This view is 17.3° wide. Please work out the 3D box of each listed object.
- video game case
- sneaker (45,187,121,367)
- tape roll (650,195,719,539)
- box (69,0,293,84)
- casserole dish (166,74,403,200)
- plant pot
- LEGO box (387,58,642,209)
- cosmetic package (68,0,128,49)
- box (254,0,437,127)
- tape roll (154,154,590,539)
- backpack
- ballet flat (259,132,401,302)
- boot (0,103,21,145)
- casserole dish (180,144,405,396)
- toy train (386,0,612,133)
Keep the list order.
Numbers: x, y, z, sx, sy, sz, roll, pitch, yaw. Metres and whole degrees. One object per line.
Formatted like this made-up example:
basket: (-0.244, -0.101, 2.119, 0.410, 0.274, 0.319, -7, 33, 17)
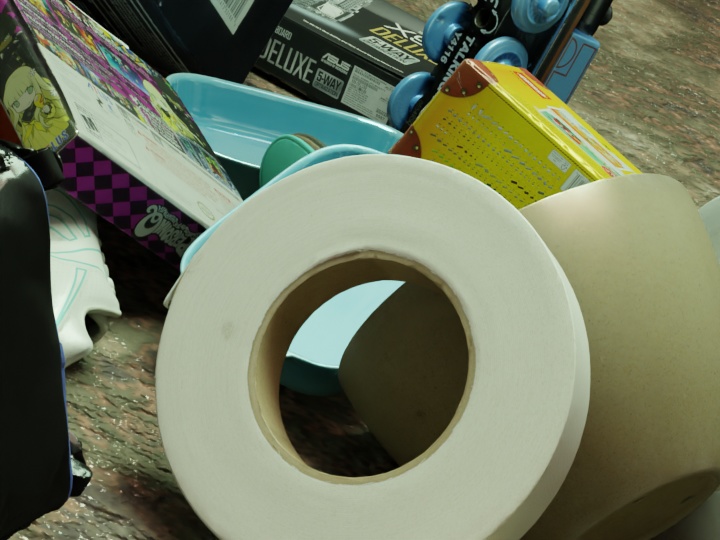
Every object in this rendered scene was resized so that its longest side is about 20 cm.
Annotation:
video game case: (-0.136, -0.081, 1.288, 0.200, 0.036, 0.182, 37, 17, -52)
sneaker: (-0.160, 0.004, 1.203, 0.080, 0.070, 0.200, 40, 19, -8)
tape roll: (0.242, 0.068, 1.233, 0.138, 0.204, 0.203, 10, 24, -27)
box: (-0.160, -0.232, 1.558, 0.198, 0.124, 0.200, 28, -9, 17)
casserole dish: (-0.042, -0.068, 1.484, 0.199, 0.039, 0.121, 13, 26, -19)
plant pot: (0.107, 0.065, 1.163, 0.200, 0.200, 0.135, -3, 57, -47)
LEGO box: (0.130, -0.035, 1.438, 0.200, 0.077, 0.149, 43, 13, 12)
cosmetic package: (-0.228, -0.145, 1.453, 0.050, 0.083, 0.200, -5, 33, -44)
box: (-0.020, -0.171, 1.751, 0.199, 0.050, 0.157, 30, 22, 19)
tape roll: (0.004, 0.047, 1.070, 0.202, 0.203, 0.037, 32, -5, 24)
backpack: (-0.222, 0.022, 0.944, 0.199, 0.184, 0.134, 17, 34, 28)
ballet flat: (0.000, 0.000, 1.354, 0.068, 0.068, 0.201, 18, 32, -37)
boot: (-0.241, -0.093, 1.352, 0.107, 0.075, 0.200, -20, 47, -35)
casserole dish: (-0.013, 0.002, 1.254, 0.121, 0.039, 0.200, 29, 40, 18)
toy train: (0.100, -0.138, 1.599, 0.114, 0.201, 0.087, 16, 19, -44)
